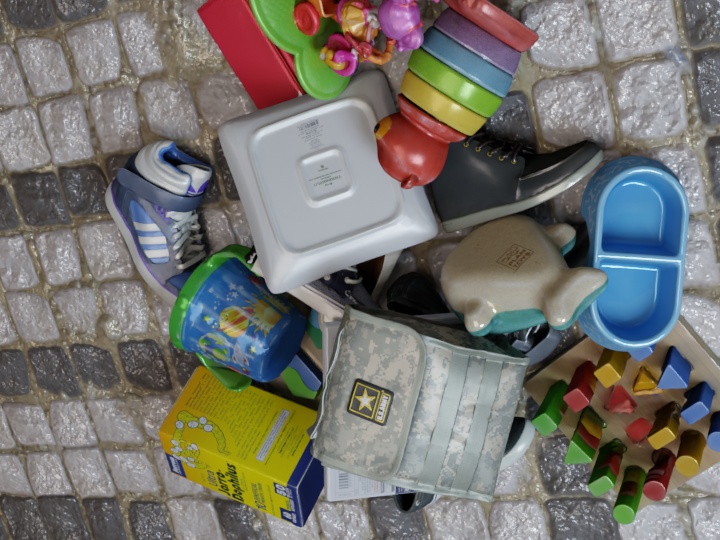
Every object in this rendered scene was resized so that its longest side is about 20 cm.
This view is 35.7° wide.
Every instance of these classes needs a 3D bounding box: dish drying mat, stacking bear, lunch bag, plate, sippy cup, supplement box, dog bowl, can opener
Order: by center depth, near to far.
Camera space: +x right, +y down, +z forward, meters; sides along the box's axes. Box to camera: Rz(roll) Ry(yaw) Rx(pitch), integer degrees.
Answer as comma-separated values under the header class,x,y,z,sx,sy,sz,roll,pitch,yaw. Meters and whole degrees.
class,x,y,z,sx,sy,sz,roll,pitch,yaw
stacking bear,0.083,-0.179,1.137,0.113,0.122,0.201,24,106,-27
dog bowl,0.279,-0.014,1.139,0.110,0.050,0.203,4,95,1
lunch bag,0.054,0.134,1.159,0.197,0.118,0.166,12,98,-15
plate,-0.037,-0.101,1.216,0.197,0.032,0.203,-19,83,0
can opener,0.219,0.031,1.241,0.066,0.054,0.200,21,125,-27
dish drying mat,-0.109,-0.232,1.288,0.076,0.018,0.201,-29,98,33
sippy cup,-0.140,0.064,1.353,0.129,0.140,0.178,30,165,19
supplement box,-0.141,0.224,1.430,0.198,0.110,0.110,19,144,17

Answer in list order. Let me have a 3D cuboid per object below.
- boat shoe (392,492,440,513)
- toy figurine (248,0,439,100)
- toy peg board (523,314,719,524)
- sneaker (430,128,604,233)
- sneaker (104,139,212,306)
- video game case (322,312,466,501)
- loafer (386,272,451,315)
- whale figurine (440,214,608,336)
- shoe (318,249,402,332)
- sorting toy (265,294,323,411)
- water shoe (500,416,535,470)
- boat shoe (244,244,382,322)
class,x,y,z,sx,sy,sz,roll,pitch,yaw
boat shoe,0.056,0.183,1.287,0.068,0.056,0.203,2,108,40
toy figurine,0.005,-0.266,1.109,0.183,0.149,0.203,10,122,46
toy peg board,0.303,0.164,1.222,0.200,0.098,0.199,48,123,-1
sneaker,0.151,-0.119,1.183,0.198,0.075,0.107,-21,100,30
sneaker,-0.220,-0.062,1.377,0.146,0.080,0.201,-34,90,36
video game case,0.047,0.149,1.235,0.179,0.023,0.203,-3,103,-13
loafer,0.102,0.092,1.297,0.201,0.071,0.068,47,123,-7
whale figurine,0.173,0.021,1.152,0.199,0.159,0.104,22,151,55
shoe,0.000,0.000,1.300,0.070,0.053,0.201,36,113,14
sorting toy,-0.023,0.122,1.392,0.199,0.036,0.187,31,121,10
water shoe,0.110,0.196,1.319,0.198,0.072,0.079,-18,123,40
boat shoe,-0.026,0.000,1.247,0.198,0.075,0.094,30,96,1
